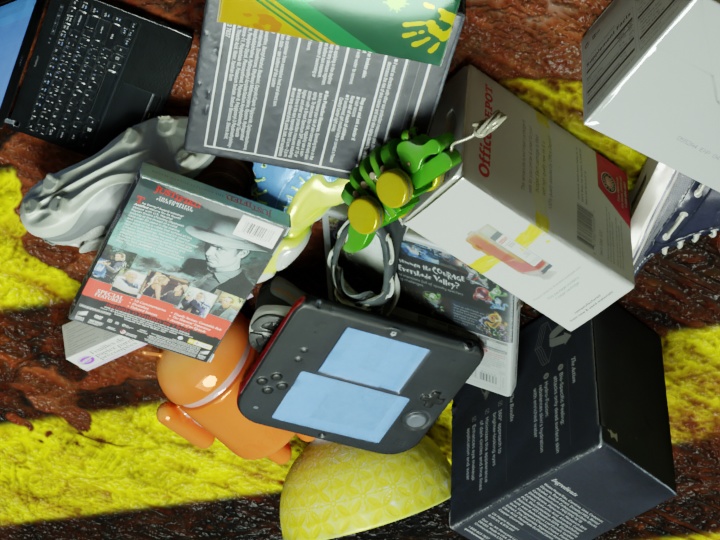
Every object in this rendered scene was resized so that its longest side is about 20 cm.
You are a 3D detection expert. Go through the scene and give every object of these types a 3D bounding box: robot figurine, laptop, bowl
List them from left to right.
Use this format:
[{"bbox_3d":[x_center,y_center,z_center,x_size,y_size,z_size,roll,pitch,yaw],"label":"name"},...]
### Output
[{"bbox_3d":[-0.268,-0.145,1.365,0.198,0.104,0.178,19,135,-14],"label":"laptop"},{"bbox_3d":[-0.126,0.111,1.608,0.143,0.118,0.200,-15,133,41],"label":"robot figurine"},{"bbox_3d":[-0.003,0.206,1.682,0.198,0.200,0.109,-16,91,21],"label":"bowl"}]

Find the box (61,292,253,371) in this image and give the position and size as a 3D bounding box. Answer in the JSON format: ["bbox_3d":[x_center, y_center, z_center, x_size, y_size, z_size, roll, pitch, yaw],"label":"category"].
[{"bbox_3d":[-0.198,0.040,1.543,0.198,0.042,0.039,-25,149,17],"label":"box"}]

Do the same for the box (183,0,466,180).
[{"bbox_3d":[-0.030,-0.187,1.283,0.196,0.124,0.201,11,138,-6],"label":"box"}]

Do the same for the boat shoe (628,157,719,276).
[{"bbox_3d":[0.285,-0.041,1.437,0.092,0.075,0.201,18,135,-2],"label":"boat shoe"}]

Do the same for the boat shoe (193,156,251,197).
[{"bbox_3d":[-0.173,-0.036,1.493,0.072,0.068,0.199,34,129,-27],"label":"boat shoe"}]

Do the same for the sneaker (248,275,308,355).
[{"bbox_3d":[-0.029,0.074,1.566,0.074,0.080,0.200,-29,129,27],"label":"sneaker"}]

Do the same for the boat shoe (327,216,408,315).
[{"bbox_3d":[0.000,0.000,1.465,0.075,0.061,0.201,22,141,13],"label":"boat shoe"}]

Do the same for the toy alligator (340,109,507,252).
[{"bbox_3d":[0.038,-0.086,1.264,0.055,0.059,0.200,53,129,7],"label":"toy alligator"}]

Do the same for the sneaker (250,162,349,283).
[{"bbox_3d":[-0.074,-0.078,1.443,0.105,0.076,0.200,37,117,-18],"label":"sneaker"}]

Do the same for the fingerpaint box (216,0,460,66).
[{"bbox_3d":[-0.009,-0.252,1.159,0.165,0.202,0.074,10,137,-6],"label":"fingerpaint box"}]

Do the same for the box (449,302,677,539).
[{"bbox_3d":[0.195,0.159,1.565,0.117,0.198,0.199,33,129,-28],"label":"box"}]

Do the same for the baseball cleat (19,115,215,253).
[{"bbox_3d":[-0.210,-0.078,1.444,0.198,0.071,0.106,-19,157,11],"label":"baseball cleat"}]

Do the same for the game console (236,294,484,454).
[{"bbox_3d":[-0.004,0.105,1.518,0.198,0.031,0.177,16,137,-22],"label":"game console"}]

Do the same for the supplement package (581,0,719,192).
[{"bbox_3d":[0.303,-0.163,1.285,0.198,0.112,0.156,23,134,-18],"label":"supplement package"}]

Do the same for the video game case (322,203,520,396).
[{"bbox_3d":[0.059,0.027,1.520,0.198,0.023,0.183,18,140,19],"label":"video game case"}]

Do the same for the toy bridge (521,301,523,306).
[{"bbox_3d":[0.128,0.018,1.549,0.067,0.027,0.200,24,133,-17],"label":"toy bridge"}]

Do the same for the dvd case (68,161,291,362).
[{"bbox_3d":[-0.167,-0.002,1.443,0.144,0.022,0.201,18,133,-17],"label":"dvd case"}]

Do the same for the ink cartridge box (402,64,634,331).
[{"bbox_3d":[0.139,-0.064,1.380,0.199,0.146,0.083,32,132,-24],"label":"ink cartridge box"}]
